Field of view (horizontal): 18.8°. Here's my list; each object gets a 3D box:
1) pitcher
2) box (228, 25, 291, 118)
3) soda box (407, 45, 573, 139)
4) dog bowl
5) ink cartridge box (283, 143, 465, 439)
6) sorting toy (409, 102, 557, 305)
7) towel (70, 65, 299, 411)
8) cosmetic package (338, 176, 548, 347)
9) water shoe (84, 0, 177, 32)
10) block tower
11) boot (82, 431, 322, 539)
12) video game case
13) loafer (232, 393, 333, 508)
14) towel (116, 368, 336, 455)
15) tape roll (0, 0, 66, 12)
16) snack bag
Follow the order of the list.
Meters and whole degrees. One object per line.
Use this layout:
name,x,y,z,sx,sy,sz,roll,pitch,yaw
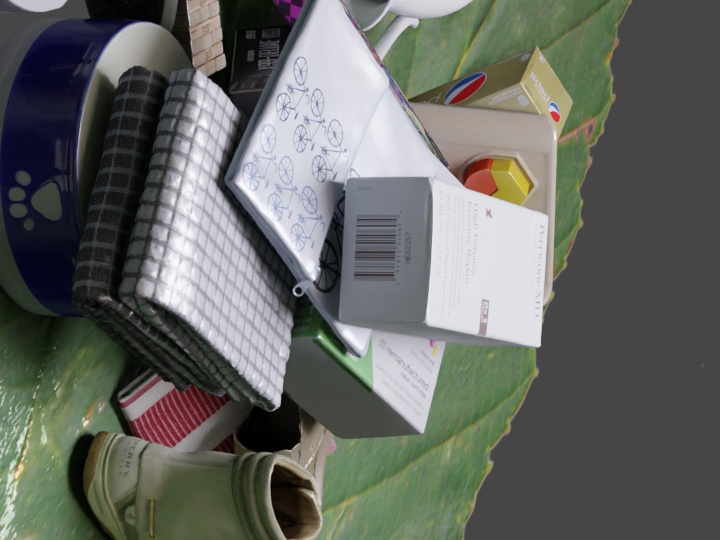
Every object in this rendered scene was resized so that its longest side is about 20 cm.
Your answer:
pitcher,0.038,-0.260,1.965,0.200,0.121,0.173,-29,139,-53
box,-0.066,-0.072,1.702,0.158,0.049,0.202,-92,177,-66
soda box,0.086,-0.127,1.950,0.068,0.199,0.064,54,36,-23
dog bowl,-0.177,-0.069,1.463,0.200,0.078,0.202,3,90,-68
ink cartridge box,0.000,0.000,1.583,0.145,0.083,0.201,43,52,-42
sorting toy,0.080,-0.053,1.931,0.037,0.183,0.201,-72,164,-51
towel,-0.110,-0.018,1.424,0.200,0.085,0.167,49,46,-58
cosmetic package,0.061,-0.003,1.514,0.200,0.074,0.103,10,83,-61
water shoe,-0.154,-0.250,1.515,0.079,0.071,0.202,-43,132,-63
block tower,-0.132,-0.134,1.604,0.058,0.054,0.202,-41,129,-63
boot,-0.100,0.185,1.576,0.200,0.153,0.073,66,32,-53
video game case,0.002,-0.154,1.775,0.201,0.036,0.181,57,9,-2
loafer,-0.066,0.144,1.643,0.067,0.076,0.202,6,100,-49
towel,-0.102,0.117,1.664,0.144,0.023,0.201,-40,137,-18
tape roll,-0.227,-0.259,1.338,0.200,0.066,0.202,3,90,-68
snack bag,-0.012,-0.064,1.473,0.200,0.021,0.189,56,43,-39
